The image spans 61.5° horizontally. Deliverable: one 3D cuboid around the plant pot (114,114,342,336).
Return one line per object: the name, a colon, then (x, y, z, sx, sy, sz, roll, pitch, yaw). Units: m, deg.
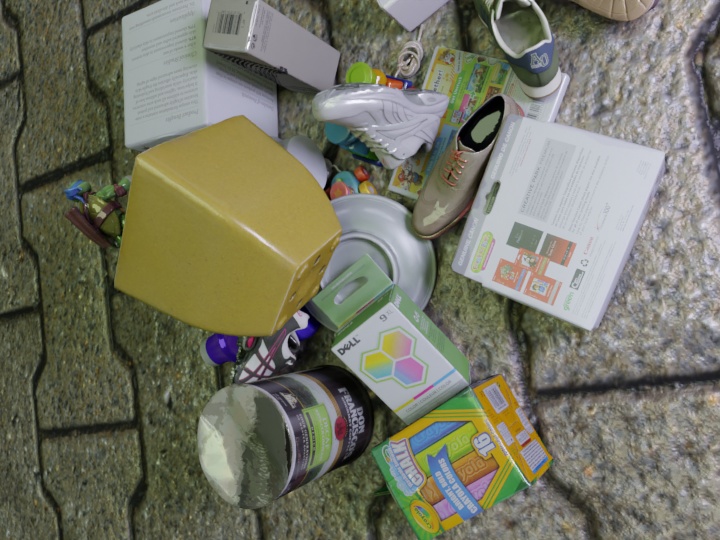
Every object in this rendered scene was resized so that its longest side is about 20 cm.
plant pot: (-0.142, -0.036, 0.731, 0.200, 0.195, 0.195, 33, 126, 10)

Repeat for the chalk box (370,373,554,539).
chalk box: (0.106, 0.234, 0.732, 0.200, 0.125, 0.124, -39, 71, 23)

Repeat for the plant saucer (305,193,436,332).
plant saucer: (0.000, 0.000, 0.800, 0.199, 0.050, 0.201, 2, 102, 10)

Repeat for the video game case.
video game case: (0.145, -0.172, 0.780, 0.181, 0.023, 0.201, 24, 100, 27)

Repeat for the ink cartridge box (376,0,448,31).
ink cartridge box: (0.094, -0.438, 0.781, 0.200, 0.084, 0.147, -32, 73, 25)

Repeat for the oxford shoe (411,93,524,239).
oxford shoe: (0.117, -0.128, 0.735, 0.070, 0.075, 0.200, 37, 103, 23)

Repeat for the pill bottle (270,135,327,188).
pill bottle: (-0.150, -0.129, 0.879, 0.199, 0.113, 0.113, -11, 83, 35)

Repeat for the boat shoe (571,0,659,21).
boat shoe: (0.254, -0.347, 0.703, 0.200, 0.065, 0.072, 39, 124, 25)

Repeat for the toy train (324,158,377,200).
toy train: (-0.054, -0.061, 0.867, 0.150, 0.056, 0.201, 14, 95, 28)

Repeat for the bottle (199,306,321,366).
bottle: (-0.155, 0.090, 0.906, 0.199, 0.065, 0.084, -27, 106, 26)

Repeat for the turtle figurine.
turtle figurine: (-0.392, -0.090, 1.045, 0.144, 0.200, 0.194, -45, 88, -3)

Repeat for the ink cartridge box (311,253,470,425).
ink cartridge box: (0.035, 0.089, 0.761, 0.104, 0.059, 0.200, -39, 101, 22)

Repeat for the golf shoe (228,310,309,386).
golf shoe: (-0.133, 0.125, 0.840, 0.088, 0.077, 0.201, 13, 127, -8)

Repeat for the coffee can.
coffee can: (-0.092, 0.209, 0.797, 0.146, 0.200, 0.147, -1, 88, 29)

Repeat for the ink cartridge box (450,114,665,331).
ink cartridge box: (0.223, -0.058, 0.697, 0.175, 0.084, 0.201, 24, 100, 26)

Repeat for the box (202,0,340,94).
box: (-0.115, -0.301, 0.826, 0.082, 0.200, 0.069, 17, 97, 29)

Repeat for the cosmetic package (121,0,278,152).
cosmetic package: (-0.239, -0.279, 0.914, 0.167, 0.166, 0.201, -5, 85, 29)

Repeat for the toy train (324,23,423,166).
toy train: (0.022, -0.246, 0.796, 0.084, 0.116, 0.201, 23, 100, 27)

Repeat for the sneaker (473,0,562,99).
sneaker: (0.180, -0.305, 0.712, 0.067, 0.090, 0.201, -25, 68, 16)

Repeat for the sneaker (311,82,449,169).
sneaker: (0.029, -0.171, 0.727, 0.078, 0.199, 0.100, 24, 114, 49)
